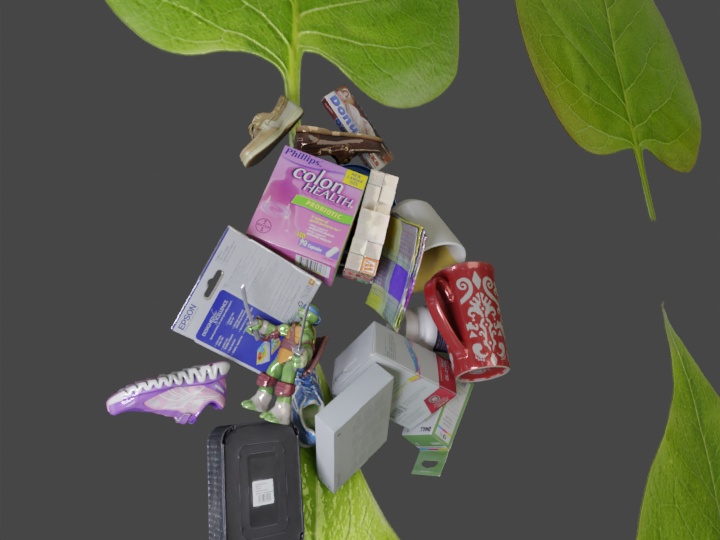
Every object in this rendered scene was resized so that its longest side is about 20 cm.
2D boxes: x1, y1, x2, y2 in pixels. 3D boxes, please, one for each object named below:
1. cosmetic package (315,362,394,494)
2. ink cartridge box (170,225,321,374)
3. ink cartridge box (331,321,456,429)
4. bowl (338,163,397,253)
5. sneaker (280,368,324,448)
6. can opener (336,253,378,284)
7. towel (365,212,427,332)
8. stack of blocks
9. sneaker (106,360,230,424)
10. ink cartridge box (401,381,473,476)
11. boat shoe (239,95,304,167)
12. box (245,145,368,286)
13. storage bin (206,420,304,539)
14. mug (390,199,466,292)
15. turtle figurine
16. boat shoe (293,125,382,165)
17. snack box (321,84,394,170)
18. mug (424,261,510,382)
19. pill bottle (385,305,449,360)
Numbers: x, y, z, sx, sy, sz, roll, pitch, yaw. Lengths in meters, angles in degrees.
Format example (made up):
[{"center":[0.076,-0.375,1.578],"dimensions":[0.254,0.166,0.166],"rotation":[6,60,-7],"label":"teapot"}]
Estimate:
[{"center":[-0.011,0.282,0.971],"dimensions":[0.051,0.203,0.150],"rotation":[30,48,28],"label":"cosmetic package"},{"center":[-0.196,0.057,0.963],"dimensions":[0.198,0.047,0.201],"rotation":[31,85,-21],"label":"ink cartridge box"},{"center":[0.063,0.204,1.051],"dimensions":[0.197,0.146,0.084],"rotation":[30,37,-21],"label":"ink cartridge box"},{"center":[-0.008,-0.127,1.178],"dimensions":[0.197,0.039,0.206],"rotation":[10,71,-30],"label":"bowl"},{"center":[-0.097,0.216,0.999],"dimensions":[0.074,0.077,0.205],"rotation":[-7,78,-31],"label":"sneaker"},{"center":[0.000,0.000,1.139],"dimensions":[0.195,0.066,0.054],"rotation":[10,75,-21],"label":"can opener"},{"center":[0.064,-0.003,1.045],"dimensions":[0.022,0.143,0.205],"rotation":[8,106,-26],"label":"towel"},{"center":[0.020,-0.085,1.058],"dimensions":[0.057,0.115,0.205],"rotation":[16,80,-3],"label":"stack of blocks"},{"center":[-0.298,0.208,0.879],"dimensions":[0.196,0.080,0.091],"rotation":[-9,88,-34],"label":"sneaker"},{"center":[0.147,0.304,1.109],"dimensions":[0.059,0.103,0.202],"rotation":[37,60,-16],"label":"ink cartridge box"},{"center":[-0.188,-0.281,1.096],"dimensions":[0.066,0.074,0.201],"rotation":[41,49,-11],"label":"boat shoe"},{"center":[-0.099,-0.104,1.041],"dimensions":[0.172,0.097,0.204],"rotation":[20,66,0],"label":"box"},{"center":[-0.174,0.356,0.900],"dimensions":[0.132,0.093,0.205],"rotation":[3,73,-31],"label":"storage bin"},{"center":[0.113,-0.050,1.136],"dimensions":[0.146,0.188,0.155],"rotation":[-6,53,-25],"label":"mug"},{"center":[-0.144,0.135,0.891],"dimensions":[0.141,0.200,0.198],"rotation":[16,82,13],"label":"turtle figurine"},{"center":[-0.047,-0.261,1.172],"dimensions":[0.195,0.070,0.072],"rotation":[1,91,-17],"label":"boat shoe"},{"center":[-0.005,-0.319,1.244],"dimensions":[0.072,0.024,0.202],"rotation":[-40,99,-32],"label":"snack box"},{"center":[0.196,0.103,1.057],"dimensions":[0.173,0.134,0.205],"rotation":[0,65,-16],"label":"mug"},{"center":[0.155,0.135,1.159],"dimensions":[0.196,0.111,0.114],"rotation":[11,70,-29],"label":"pill bottle"}]
